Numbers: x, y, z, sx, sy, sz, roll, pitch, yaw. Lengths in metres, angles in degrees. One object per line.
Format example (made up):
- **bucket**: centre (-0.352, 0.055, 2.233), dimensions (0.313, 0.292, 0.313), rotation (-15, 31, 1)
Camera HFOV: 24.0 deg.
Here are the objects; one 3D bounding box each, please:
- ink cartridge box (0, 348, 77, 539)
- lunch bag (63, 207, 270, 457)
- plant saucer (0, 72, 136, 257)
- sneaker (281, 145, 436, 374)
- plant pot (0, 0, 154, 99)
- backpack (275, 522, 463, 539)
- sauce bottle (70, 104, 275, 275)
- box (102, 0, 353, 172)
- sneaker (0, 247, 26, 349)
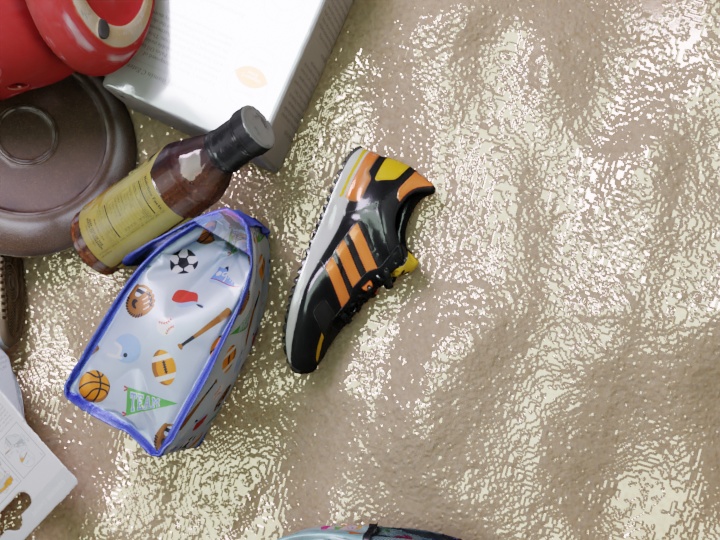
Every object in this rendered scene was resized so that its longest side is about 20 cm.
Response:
- **ink cartridge box**: centre (-0.341, 0.145, 1.457), dimensions (0.200, 0.050, 0.162), rotation (47, 115, 3)
- **lunch bag**: centre (-0.145, 0.040, 1.406), dimensions (0.123, 0.170, 0.201), rotation (32, 91, 4)
- **plant saucer**: centre (-0.291, -0.112, 1.466), dimensions (0.198, 0.032, 0.203), rotation (5, 70, -13)
- **sneaker**: centre (0.000, 0.000, 1.439), dimensions (0.089, 0.070, 0.202), rotation (19, 86, 11)
- **plant pot**: centre (-0.275, -0.242, 1.355), dimensions (0.180, 0.200, 0.203), rotation (-6, 84, 24)
- **backpack**: centre (-0.003, 0.297, 1.382), dimensions (0.197, 0.150, 0.180), rotation (6, 87, 12)
- **sauce bottle**: centre (-0.153, -0.068, 1.394), dimensions (0.199, 0.066, 0.067), rotation (-31, 81, 26)
- **box**: centre (-0.105, -0.210, 1.452), dimensions (0.151, 0.106, 0.202), rotation (24, 88, 8)
- **sneaker**: centre (-0.361, -0.023, 1.486), dimensions (0.111, 0.071, 0.203), rotation (-11, 76, 2)
